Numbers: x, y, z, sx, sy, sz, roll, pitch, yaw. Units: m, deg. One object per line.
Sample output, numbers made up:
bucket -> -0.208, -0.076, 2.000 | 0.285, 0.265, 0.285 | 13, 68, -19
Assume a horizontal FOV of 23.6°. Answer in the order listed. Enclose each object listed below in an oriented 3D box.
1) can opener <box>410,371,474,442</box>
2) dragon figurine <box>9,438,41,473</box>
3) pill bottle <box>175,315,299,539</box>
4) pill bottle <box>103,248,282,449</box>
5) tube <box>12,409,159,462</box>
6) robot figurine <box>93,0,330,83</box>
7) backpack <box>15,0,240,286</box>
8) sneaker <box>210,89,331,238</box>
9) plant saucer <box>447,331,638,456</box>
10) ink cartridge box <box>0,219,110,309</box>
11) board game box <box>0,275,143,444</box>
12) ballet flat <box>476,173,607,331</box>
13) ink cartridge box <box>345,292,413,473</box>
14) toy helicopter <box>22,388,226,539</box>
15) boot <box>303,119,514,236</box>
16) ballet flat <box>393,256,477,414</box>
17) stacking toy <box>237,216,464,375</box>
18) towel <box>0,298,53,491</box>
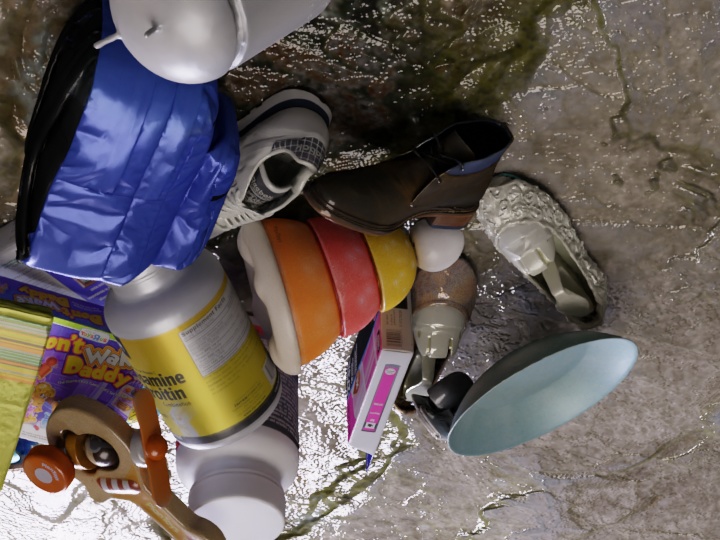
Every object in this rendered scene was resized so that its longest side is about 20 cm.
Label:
can opener -> 0.114, 0.139, 1.691 | 0.067, 0.053, 0.200 | -43, 155, 19
dragon figurine -> -0.301, 0.140, 1.682 | 0.199, 0.100, 0.059 | -12, 169, 17
pill bottle -> -0.116, 0.154, 1.636 | 0.119, 0.201, 0.120 | -2, 139, -1
pill bottle -> -0.155, 0.050, 1.503 | 0.111, 0.112, 0.201 | -17, 121, 16
tube -> -0.275, 0.141, 1.737 | 0.199, 0.051, 0.078 | -20, 139, 12
robot figurine -> -0.097, -0.207, 1.227 | 0.113, 0.200, 0.169 | 58, 148, -7
backpack -> -0.177, -0.112, 1.363 | 0.167, 0.163, 0.201 | 8, 126, -20
sneaker -> -0.104, -0.072, 1.468 | 0.076, 0.081, 0.200 | 26, 133, -31
plant saucer -> 0.164, 0.105, 1.616 | 0.200, 0.039, 0.201 | -22, 155, -11
ink cartridge box -> -0.248, 0.016, 1.590 | 0.197, 0.044, 0.200 | -26, 132, 26
board game box -> -0.299, 0.084, 1.568 | 0.199, 0.045, 0.135 | 18, 116, -22
ballet flat -> 0.171, -0.011, 1.564 | 0.071, 0.072, 0.200 | -26, 133, 25
ink cartridge box -> 0.013, 0.100, 1.660 | 0.037, 0.095, 0.201 | 5, 139, -9
toy helicopter -> -0.191, 0.183, 1.525 | 0.200, 0.079, 0.132 | 44, 133, -11
boot -> 0.043, -0.087, 1.438 | 0.199, 0.075, 0.097 | -5, 139, -48
ballet flat -> 0.068, 0.069, 1.648 | 0.068, 0.068, 0.201 | 7, 138, -9
stacking toy -> 0.000, 0.000, 1.540 | 0.199, 0.147, 0.147 | -16, 140, -8
towel -> -0.338, 0.109, 1.540 | 0.086, 0.018, 0.201 | 14, 118, -14
